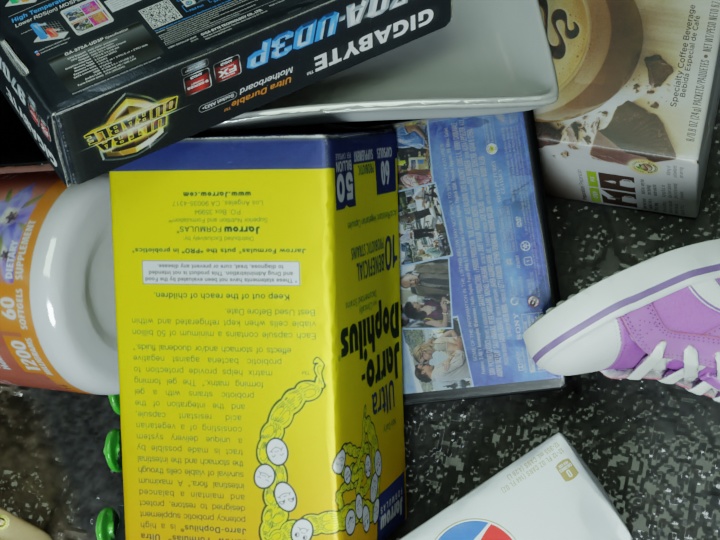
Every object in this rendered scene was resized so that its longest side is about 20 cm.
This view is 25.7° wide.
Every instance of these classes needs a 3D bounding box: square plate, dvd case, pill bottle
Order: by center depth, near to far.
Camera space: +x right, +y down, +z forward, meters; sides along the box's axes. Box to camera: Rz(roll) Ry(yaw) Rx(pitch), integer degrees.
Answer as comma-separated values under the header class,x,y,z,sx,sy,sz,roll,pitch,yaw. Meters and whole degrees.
class,x,y,z,sx,sy,sz,roll,pitch,yaw
square plate,-0.014,-0.137,0.774,0.197,0.028,0.200,-4,48,0
dvd case,0.000,0.000,0.803,0.199,0.018,0.143,-7,96,18
pill bottle,-0.194,0.002,0.821,0.199,0.112,0.113,2,70,33

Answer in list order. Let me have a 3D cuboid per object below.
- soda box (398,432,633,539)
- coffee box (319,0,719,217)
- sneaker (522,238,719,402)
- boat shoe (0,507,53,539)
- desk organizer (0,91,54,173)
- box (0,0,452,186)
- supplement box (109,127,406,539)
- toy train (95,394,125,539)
class,x,y,z,sx,sy,sz,roll,pitch,yaw
soda box,0.032,0.160,0.752,0.200,0.068,0.064,-35,77,-1
coffee box,0.088,-0.106,0.831,0.199,0.080,0.113,9,73,15
sneaker,0.182,0.045,0.741,0.200,0.073,0.115,-12,74,-12
boat shoe,-0.244,0.114,0.838,0.200,0.074,0.066,35,68,19
desk organizer,-0.217,-0.085,0.797,0.199,0.077,0.072,-2,105,24
box,-0.081,-0.137,0.728,0.200,0.046,0.159,-26,52,-19
supplement box,-0.045,0.034,0.753,0.109,0.109,0.201,0,97,18
toy train,-0.108,0.143,0.799,0.042,0.056,0.201,-5,69,19
